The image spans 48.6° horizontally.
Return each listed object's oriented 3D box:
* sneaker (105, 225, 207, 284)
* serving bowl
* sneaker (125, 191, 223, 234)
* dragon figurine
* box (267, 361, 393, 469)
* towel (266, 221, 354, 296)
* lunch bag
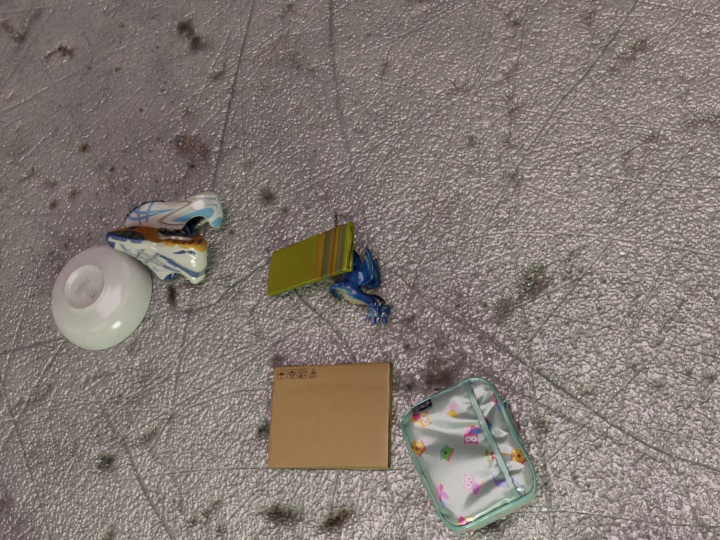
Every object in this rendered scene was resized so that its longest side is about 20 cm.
[{"bbox_3d":[-0.366,-0.024,1.418,0.199,0.075,0.089,11,115,19],"label":"sneaker"},{"bbox_3d":[-0.481,0.040,1.446,0.199,0.066,0.201,-6,69,15],"label":"serving bowl"},{"bbox_3d":[-0.342,-0.093,1.451,0.199,0.072,0.073,-10,80,19],"label":"sneaker"},{"bbox_3d":[0.000,0.000,1.305,0.099,0.059,0.201,-8,68,15],"label":"dragon figurine"},{"bbox_3d":[-0.048,0.228,1.254,0.199,0.021,0.165,-4,69,16],"label":"box"},{"bbox_3d":[-0.083,-0.016,1.316,0.199,0.018,0.087,-18,57,42],"label":"towel"},{"bbox_3d":[0.157,0.258,1.145,0.160,0.077,0.201,-27,64,7],"label":"lunch bag"}]
